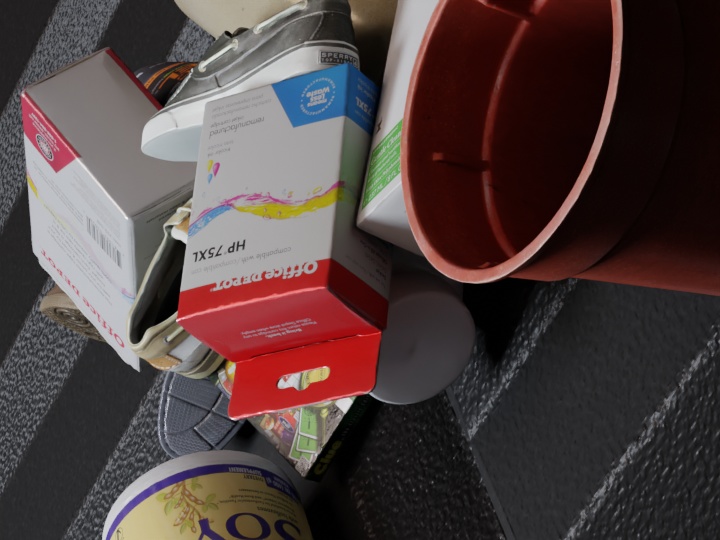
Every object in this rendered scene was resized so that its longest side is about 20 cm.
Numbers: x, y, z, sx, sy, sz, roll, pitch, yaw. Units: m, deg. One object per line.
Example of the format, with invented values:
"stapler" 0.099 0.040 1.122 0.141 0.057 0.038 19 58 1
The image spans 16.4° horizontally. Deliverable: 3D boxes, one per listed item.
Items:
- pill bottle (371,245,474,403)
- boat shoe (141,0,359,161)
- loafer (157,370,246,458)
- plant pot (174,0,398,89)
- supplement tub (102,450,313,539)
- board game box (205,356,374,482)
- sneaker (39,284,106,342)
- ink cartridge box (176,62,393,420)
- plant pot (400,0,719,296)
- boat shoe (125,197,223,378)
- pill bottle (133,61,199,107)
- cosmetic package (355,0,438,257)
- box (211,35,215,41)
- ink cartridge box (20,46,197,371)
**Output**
"pill bottle" 0.000 0.000 1.648 0.111 0.111 0.200 -65 32 21
"boat shoe" -0.072 -0.124 1.647 0.200 0.071 0.064 -22 63 43
"loafer" -0.095 0.047 1.872 0.063 0.072 0.201 -74 4 -84
"plant pot" -0.005 -0.188 1.706 0.200 0.187 0.188 48 122 37
"supplement tub" -0.089 0.237 1.690 0.146 0.145 0.200 -58 35 31
"board game box" -0.063 0.050 1.774 0.200 0.023 0.105 42 104 39
"sneaker" -0.191 0.011 2.056 0.200 0.070 0.076 -7 55 54
"ink cartridge box" -0.044 -0.017 1.549 0.116 0.067 0.201 -13 57 31
"plant pot" 0.156 -0.074 1.337 0.201 0.195 0.201 -30 54 53
"boat shoe" -0.098 -0.019 1.761 0.075 0.068 0.200 29 96 40
"pill bottle" -0.107 -0.105 1.897 0.200 0.106 0.107 9 86 60
"cosmetic package" 0.069 -0.114 1.533 0.108 0.085 0.200 -45 30 50
"box" -0.123 -0.277 1.957 0.158 0.051 0.200 67 -176 -49
"ink cartridge box" -0.179 -0.044 1.873 0.148 0.086 0.200 47 156 25
